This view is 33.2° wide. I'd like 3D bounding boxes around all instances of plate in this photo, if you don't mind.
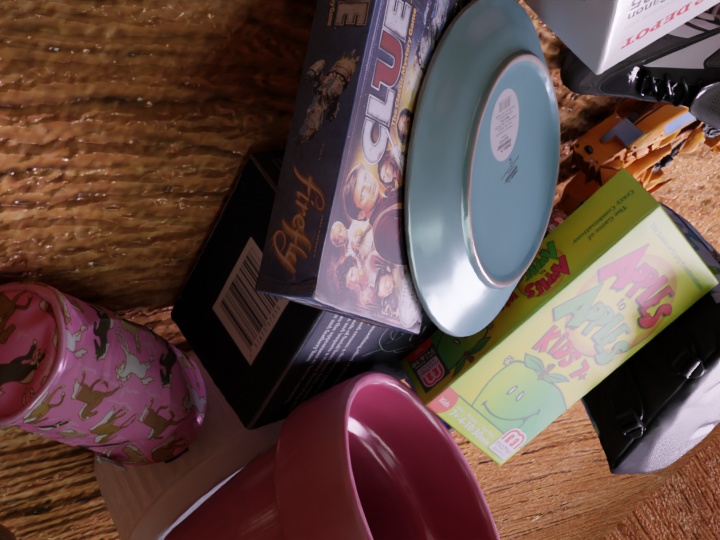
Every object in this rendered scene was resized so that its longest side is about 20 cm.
[{"bbox_3d":[0.082,-0.059,0.707,0.200,0.025,0.202,-27,122,-55],"label":"plate"}]

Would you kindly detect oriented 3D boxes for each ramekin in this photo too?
[{"bbox_3d":[-0.105,0.139,0.916,0.199,0.105,0.201,-30,156,-15],"label":"ramekin"}]

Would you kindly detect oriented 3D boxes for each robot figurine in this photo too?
[{"bbox_3d":[0.259,-0.115,1.026,0.199,0.058,0.145,-31,157,-13],"label":"robot figurine"}]

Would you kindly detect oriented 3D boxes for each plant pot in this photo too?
[{"bbox_3d":[-0.025,0.190,0.776,0.178,0.201,0.200,-28,161,22],"label":"plant pot"}]

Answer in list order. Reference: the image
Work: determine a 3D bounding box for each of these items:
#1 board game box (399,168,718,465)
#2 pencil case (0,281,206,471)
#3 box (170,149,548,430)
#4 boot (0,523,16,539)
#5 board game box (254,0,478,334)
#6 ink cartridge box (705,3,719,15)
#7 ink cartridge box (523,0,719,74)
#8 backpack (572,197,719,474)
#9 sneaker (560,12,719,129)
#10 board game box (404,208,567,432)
[{"bbox_3d":[0.136,0.036,0.826,0.200,0.048,0.102,-41,130,9],"label":"board game box"},{"bbox_3d":[-0.167,0.068,0.732,0.082,0.087,0.200,-9,161,14],"label":"pencil case"},{"bbox_3d":[0.000,0.000,0.809,0.199,0.107,0.149,-12,145,-43],"label":"box"},{"bbox_3d":[-0.287,0.230,0.813,0.199,0.074,0.155,-25,155,6],"label":"boot"},{"bbox_3d":[0.012,-0.075,0.637,0.135,0.034,0.201,20,81,-63],"label":"board game box"},{"bbox_3d":[0.359,-0.239,0.876,0.197,0.044,0.200,-7,149,-7],"label":"ink cartridge box"},{"bbox_3d":[0.177,-0.227,0.678,0.146,0.083,0.200,-31,155,-14],"label":"ink cartridge box"},{"bbox_3d":[0.219,0.030,0.931,0.153,0.200,0.164,4,129,-41],"label":"backpack"},{"bbox_3d":[0.244,-0.141,0.864,0.199,0.091,0.067,-8,149,-10],"label":"sneaker"},{"bbox_3d":[0.149,0.038,1.099,0.199,0.097,0.160,-19,150,-36],"label":"board game box"}]
